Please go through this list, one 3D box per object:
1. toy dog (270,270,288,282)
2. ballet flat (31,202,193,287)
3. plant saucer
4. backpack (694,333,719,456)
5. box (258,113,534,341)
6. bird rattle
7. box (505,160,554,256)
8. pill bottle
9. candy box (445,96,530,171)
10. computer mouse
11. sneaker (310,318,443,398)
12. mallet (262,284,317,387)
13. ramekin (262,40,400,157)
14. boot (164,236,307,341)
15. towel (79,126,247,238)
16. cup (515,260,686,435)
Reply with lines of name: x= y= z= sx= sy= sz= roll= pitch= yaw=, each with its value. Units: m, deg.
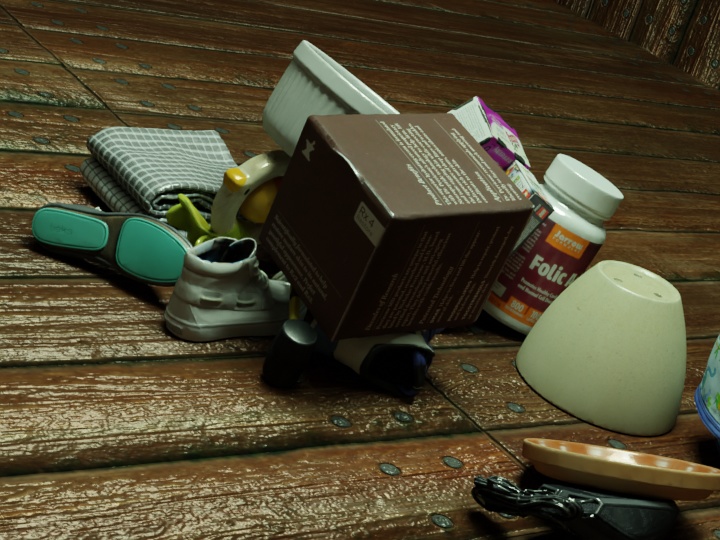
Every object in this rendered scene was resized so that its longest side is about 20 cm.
toy dog: x=0.000 y=0.000 z=1.716 sx=0.097 sy=0.132 sz=0.199 roll=54 pitch=36 yaw=4
ballet flat: x=-0.256 y=-0.031 z=1.600 sx=0.197 sy=0.074 sz=0.073 roll=15 pitch=19 yaw=14
plant saucer: x=0.255 y=0.195 z=1.452 sx=0.197 sy=0.033 sz=0.200 roll=9 pitch=-1 yaw=0
backpack: x=0.467 y=0.163 z=1.637 sx=0.198 sy=0.148 sz=0.183 roll=20 pitch=21 yaw=-9
box: x=0.035 y=-0.049 z=1.533 sx=0.198 sy=0.165 sz=0.166 roll=-5 pitch=45 yaw=-38
bird rattle: x=-0.109 y=-0.065 z=1.692 sx=0.198 sy=0.164 sz=0.113 roll=-12 pitch=53 yaw=-30
box: x=0.139 y=-0.030 z=1.762 sx=0.035 sy=0.200 sz=0.110 roll=37 pitch=14 yaw=-21
pill bottle: x=0.227 y=-0.031 z=1.811 sx=0.113 sy=0.201 sz=0.114 roll=28 pitch=17 yaw=-9
candy box: x=0.090 y=-0.119 z=1.804 sx=0.136 sy=0.198 sz=0.062 roll=25 pitch=40 yaw=-61
computer mouse: x=0.209 y=0.228 z=1.371 sx=0.198 sy=0.054 sz=0.138 roll=10 pitch=-3 yaw=-33
sneaker: x=0.045 y=0.082 z=1.589 sx=0.115 sy=0.081 sz=0.198 roll=40 pitch=32 yaw=30
mallet: x=-0.072 y=0.045 z=1.552 sx=0.041 sy=0.066 sz=0.201 roll=20 pitch=26 yaw=-12
ramekin: x=-0.019 y=-0.156 z=1.678 sx=0.199 sy=0.105 sz=0.200 roll=39 pitch=9 yaw=-7
boot: x=-0.117 y=0.013 z=1.574 sx=0.073 sy=0.097 sz=0.199 roll=31 pitch=24 yaw=30
towel: x=-0.216 y=-0.105 z=1.797 sx=0.198 sy=0.086 sz=0.165 roll=-1 pitch=30 yaw=-42
cup: x=0.294 y=0.075 z=1.714 sx=0.198 sy=0.145 sz=0.201 roll=16 pitch=21 yaw=-6
